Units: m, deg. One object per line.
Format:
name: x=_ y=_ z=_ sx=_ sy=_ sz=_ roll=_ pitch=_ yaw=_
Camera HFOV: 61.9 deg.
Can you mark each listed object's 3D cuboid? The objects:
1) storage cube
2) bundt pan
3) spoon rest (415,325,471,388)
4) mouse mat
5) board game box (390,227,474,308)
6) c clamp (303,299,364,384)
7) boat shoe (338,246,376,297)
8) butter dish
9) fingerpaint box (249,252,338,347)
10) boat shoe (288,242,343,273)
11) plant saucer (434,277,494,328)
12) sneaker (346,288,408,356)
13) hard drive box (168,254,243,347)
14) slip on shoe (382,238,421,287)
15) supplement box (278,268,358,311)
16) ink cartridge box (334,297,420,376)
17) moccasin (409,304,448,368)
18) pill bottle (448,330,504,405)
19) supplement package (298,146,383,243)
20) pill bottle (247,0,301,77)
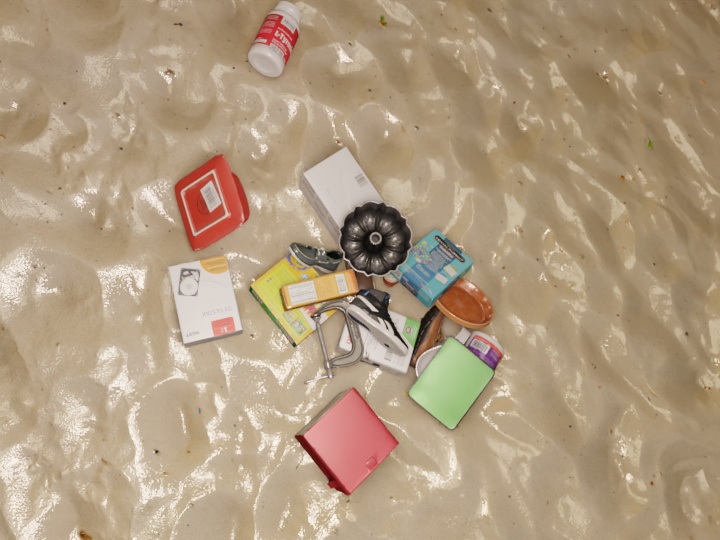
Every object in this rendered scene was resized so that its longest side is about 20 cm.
storage cube: x=-0.040 y=0.425 z=1.502 sx=0.199 sy=0.171 sz=0.181 roll=-39 pitch=87 yaw=-19
bundt pan: x=0.037 y=-0.078 z=1.589 sx=0.197 sy=0.076 sz=0.207 roll=1 pitch=80 yaw=-4
spoon rest: x=0.229 y=0.227 z=1.618 sx=0.099 sy=0.061 sz=0.200 roll=42 pitch=75 yaw=4
mouse mat: x=0.241 y=0.298 z=1.589 sx=0.160 sy=0.008 sz=0.201 roll=38 pitch=89 yaw=4
board game box: x=0.198 y=-0.010 z=1.667 sx=0.151 sy=0.047 sz=0.199 roll=43 pitch=55 yaw=16
c clamp: x=-0.076 y=0.178 z=1.550 sx=0.167 sy=0.027 sz=0.204 roll=-7 pitch=75 yaw=-11
boat shoe: x=-0.005 y=0.002 z=1.670 sx=0.074 sy=0.075 sz=0.205 roll=-25 pitch=85 yaw=-19
butter dish: x=-0.370 y=-0.174 z=1.600 sx=0.197 sy=0.147 sz=0.204 roll=-25 pitch=79 yaw=26
fingerpaint box: x=-0.174 y=0.074 z=1.613 sx=0.166 sy=0.073 sz=0.201 roll=-40 pitch=88 yaw=-19
boat shoe: x=-0.117 y=-0.046 z=1.603 sx=0.062 sy=0.199 sz=0.073 roll=-40 pitch=59 yaw=17
plant saucer: x=0.284 y=0.089 z=1.698 sx=0.197 sy=0.033 sz=0.202 roll=18 pitch=35 yaw=-13
sneaker: x=0.068 y=0.123 z=1.572 sx=0.199 sy=0.073 sz=0.112 roll=40 pitch=62 yaw=-5
hard drive box: x=-0.400 y=0.079 z=1.554 sx=0.153 sy=0.077 sz=0.204 roll=-13 pitch=79 yaw=-16
slip on shoe: x=0.128 y=-0.024 z=1.725 sx=0.074 sy=0.062 sz=0.200 roll=37 pitch=56 yaw=13
supplement box: x=-0.109 y=0.052 z=1.561 sx=0.196 sy=0.067 sz=0.070 roll=-11 pitch=81 yaw=-16
ink cartridge box: x=0.046 y=0.180 z=1.633 sx=0.197 sy=0.084 sz=0.148 roll=22 pitch=71 yaw=-6
moccasin: x=0.200 y=0.185 z=1.679 sx=0.077 sy=0.073 sz=0.204 roll=32 pitch=66 yaw=-18
pill bottle: x=0.303 y=0.279 z=1.657 sx=0.111 sy=0.111 sz=0.201 roll=38 pitch=73 yaw=-2
supplement package: x=-0.053 y=-0.211 z=1.697 sx=0.155 sy=0.111 sz=0.202 roll=-34 pitch=87 yaw=-19
pill bottle: x=-0.247 y=-0.687 z=1.773 sx=0.110 sy=0.112 sz=0.203 roll=22 pitch=72 yaw=-7
